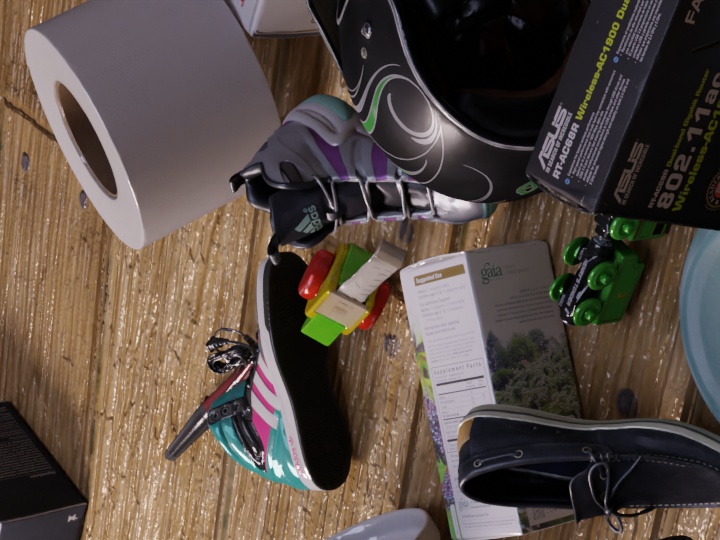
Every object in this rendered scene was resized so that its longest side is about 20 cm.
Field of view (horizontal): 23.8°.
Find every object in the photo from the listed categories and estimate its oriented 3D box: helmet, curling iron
[{"bbox_3d":[0.078,-0.143,1.109,0.191,0.199,0.201,163,97,-80],"label":"helmet"},{"bbox_3d":[-0.141,0.117,1.572,0.049,0.026,0.200,33,135,0],"label":"curling iron"}]

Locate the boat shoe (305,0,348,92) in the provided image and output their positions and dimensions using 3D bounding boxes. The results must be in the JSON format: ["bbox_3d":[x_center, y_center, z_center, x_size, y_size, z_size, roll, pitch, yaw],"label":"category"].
[{"bbox_3d":[0.018,-0.142,1.286,0.201,0.063,0.071,60,138,25],"label":"boat shoe"}]

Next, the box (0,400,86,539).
[{"bbox_3d":[-0.402,0.265,1.881,0.200,0.107,0.149,41,127,40],"label":"box"}]

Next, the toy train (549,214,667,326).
[{"bbox_3d":[0.177,-0.047,1.103,0.042,0.056,0.201,50,133,40],"label":"toy train"}]

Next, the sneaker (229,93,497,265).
[{"bbox_3d":[-0.009,-0.047,1.220,0.199,0.140,0.078,19,140,41],"label":"sneaker"}]

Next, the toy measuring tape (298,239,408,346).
[{"bbox_3d":[0.000,0.000,1.319,0.074,0.073,0.200,70,155,15],"label":"toy measuring tape"}]

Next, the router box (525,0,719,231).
[{"bbox_3d":[0.194,-0.125,0.962,0.062,0.149,0.201,36,114,44],"label":"router box"}]

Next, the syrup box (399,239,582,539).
[{"bbox_3d":[0.098,0.084,1.214,0.081,0.078,0.201,-17,83,53],"label":"syrup box"}]

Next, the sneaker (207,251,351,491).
[{"bbox_3d":[-0.079,0.089,1.450,0.120,0.083,0.201,-10,90,43],"label":"sneaker"}]

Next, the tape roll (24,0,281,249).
[{"bbox_3d":[-0.170,-0.137,1.415,0.203,0.139,0.203,53,161,27],"label":"tape roll"}]

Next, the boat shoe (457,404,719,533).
[{"bbox_3d":[0.155,0.132,1.101,0.199,0.062,0.075,6,138,17],"label":"boat shoe"}]

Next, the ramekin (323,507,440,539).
[{"bbox_3d":[-0.011,0.277,1.302,0.200,0.200,0.105,-22,98,52],"label":"ramekin"}]

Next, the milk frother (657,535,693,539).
[{"bbox_3d":[0.223,0.254,0.987,0.188,0.199,0.182,35,119,43],"label":"milk frother"}]

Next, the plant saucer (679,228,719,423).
[{"bbox_3d":[0.259,0.033,1.029,0.199,0.036,0.201,13,107,51],"label":"plant saucer"}]

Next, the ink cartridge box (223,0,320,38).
[{"bbox_3d":[-0.086,-0.301,1.377,0.200,0.084,0.146,48,132,34],"label":"ink cartridge box"}]
